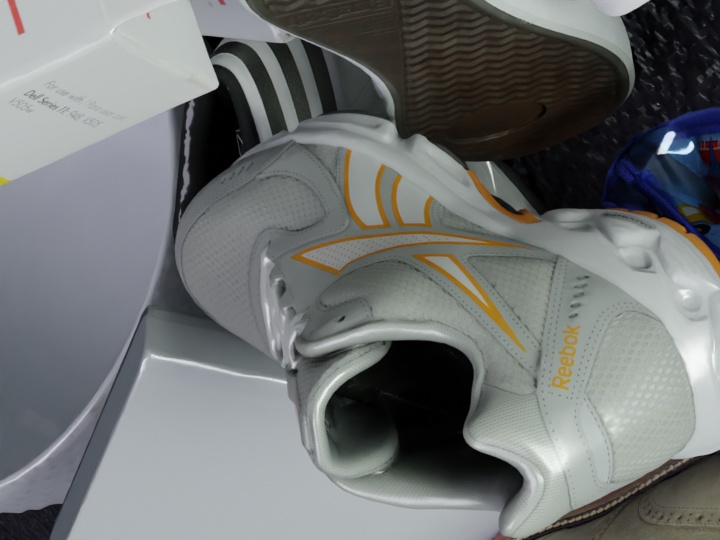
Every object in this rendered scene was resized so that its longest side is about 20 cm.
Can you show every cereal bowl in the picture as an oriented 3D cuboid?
[{"bbox_3d":[-0.109,-0.010,0.936,0.200,0.200,0.083,16,179,42],"label":"cereal bowl"}]

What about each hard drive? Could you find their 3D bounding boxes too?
[{"bbox_3d":[0.013,0.077,0.824,0.200,0.026,0.132,12,139,-13],"label":"hard drive"}]

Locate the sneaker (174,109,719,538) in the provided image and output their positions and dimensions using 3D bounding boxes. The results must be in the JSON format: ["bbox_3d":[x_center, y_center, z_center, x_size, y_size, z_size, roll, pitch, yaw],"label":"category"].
[{"bbox_3d":[0.002,0.014,0.682,0.200,0.092,0.076,14,125,49],"label":"sneaker"}]

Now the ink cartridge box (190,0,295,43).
[{"bbox_3d":[-0.088,-0.154,0.797,0.200,0.086,0.148,12,136,48],"label":"ink cartridge box"}]

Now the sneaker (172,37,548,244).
[{"bbox_3d":[0.000,0.000,0.843,0.076,0.115,0.201,9,135,48],"label":"sneaker"}]

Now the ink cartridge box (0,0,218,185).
[{"bbox_3d":[-0.114,-0.080,0.667,0.067,0.200,0.117,24,-134,-69],"label":"ink cartridge box"}]

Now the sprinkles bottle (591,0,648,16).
[{"bbox_3d":[0.025,-0.159,0.657,0.200,0.068,0.068,49,151,-6],"label":"sprinkles bottle"}]

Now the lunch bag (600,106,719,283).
[{"bbox_3d":[0.158,0.018,0.672,0.151,0.094,0.200,36,173,-24],"label":"lunch bag"}]

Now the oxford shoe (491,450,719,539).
[{"bbox_3d":[0.067,0.111,0.774,0.070,0.075,0.200,35,133,-5],"label":"oxford shoe"}]

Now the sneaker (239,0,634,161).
[{"bbox_3d":[0.021,-0.091,0.723,0.200,0.073,0.085,35,-142,-63],"label":"sneaker"}]
